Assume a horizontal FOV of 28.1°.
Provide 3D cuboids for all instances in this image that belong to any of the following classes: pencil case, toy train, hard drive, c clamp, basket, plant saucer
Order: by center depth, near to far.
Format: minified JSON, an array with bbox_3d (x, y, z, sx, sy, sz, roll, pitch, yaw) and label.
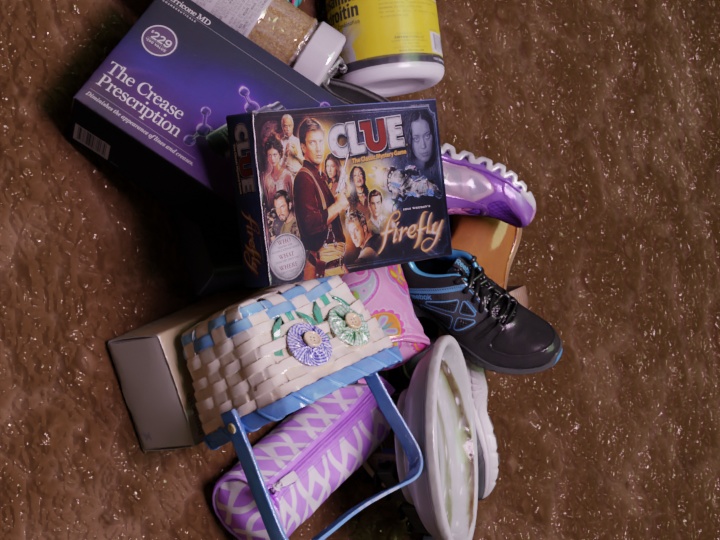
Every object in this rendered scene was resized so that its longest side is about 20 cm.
[{"bbox_3d":[-0.045,0.110,1.173,0.176,0.139,0.201,-26,93,-48],"label":"basket"},{"bbox_3d":[-0.102,-0.084,1.266,0.134,0.042,0.201,-7,72,-18],"label":"hard drive"},{"bbox_3d":[-0.050,0.169,1.302,0.084,0.086,0.200,39,43,9],"label":"pencil case"},{"bbox_3d":[0.067,0.161,1.324,0.200,0.050,0.201,-5,90,-76],"label":"plant saucer"},{"bbox_3d":[0.000,0.000,1.340,0.087,0.087,0.201,9,57,-46],"label":"pencil case"},{"bbox_3d":[-0.055,-0.126,1.351,0.200,0.170,0.027,-57,162,-27],"label":"c clamp"},{"bbox_3d":[0.058,0.227,1.405,0.200,0.034,0.046,59,40,-47],"label":"toy train"}]

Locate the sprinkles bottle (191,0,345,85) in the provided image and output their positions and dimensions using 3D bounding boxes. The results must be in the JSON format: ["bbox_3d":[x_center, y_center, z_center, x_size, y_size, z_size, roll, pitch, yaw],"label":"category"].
[{"bbox_3d":[-0.111,-0.229,1.255,0.200,0.068,0.068,33,55,-6],"label":"sprinkles bottle"}]

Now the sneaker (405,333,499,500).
[{"bbox_3d":[0.089,0.149,1.478,0.075,0.084,0.201,-112,-170,-67],"label":"sneaker"}]

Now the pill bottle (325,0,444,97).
[{"bbox_3d":[0.019,-0.282,1.451,0.112,0.112,0.201,-2,83,-47],"label":"pill bottle"}]

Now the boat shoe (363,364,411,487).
[{"bbox_3d":[0.021,0.118,1.408,0.072,0.059,0.201,-25,100,-49],"label":"boat shoe"}]

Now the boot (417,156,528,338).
[{"bbox_3d":[0.098,-0.013,1.522,0.155,0.076,0.201,-17,102,-44],"label":"boot"}]

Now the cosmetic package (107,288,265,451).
[{"bbox_3d":[-0.114,0.074,1.263,0.200,0.071,0.106,-27,103,-47],"label":"cosmetic package"}]

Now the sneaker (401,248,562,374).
[{"bbox_3d":[0.106,0.032,1.394,0.199,0.082,0.073,27,53,10],"label":"sneaker"}]

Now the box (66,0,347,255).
[{"bbox_3d":[-0.123,-0.122,1.210,0.200,0.079,0.141,33,61,0],"label":"box"}]

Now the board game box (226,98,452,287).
[{"bbox_3d":[-0.013,-0.066,1.171,0.199,0.035,0.136,-11,96,-41],"label":"board game box"}]

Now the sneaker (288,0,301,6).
[{"bbox_3d":[-0.127,-0.285,1.322,0.200,0.083,0.121,39,46,-37],"label":"sneaker"}]

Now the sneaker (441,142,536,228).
[{"bbox_3d":[0.081,-0.083,1.470,0.199,0.081,0.089,26,72,-3],"label":"sneaker"}]
